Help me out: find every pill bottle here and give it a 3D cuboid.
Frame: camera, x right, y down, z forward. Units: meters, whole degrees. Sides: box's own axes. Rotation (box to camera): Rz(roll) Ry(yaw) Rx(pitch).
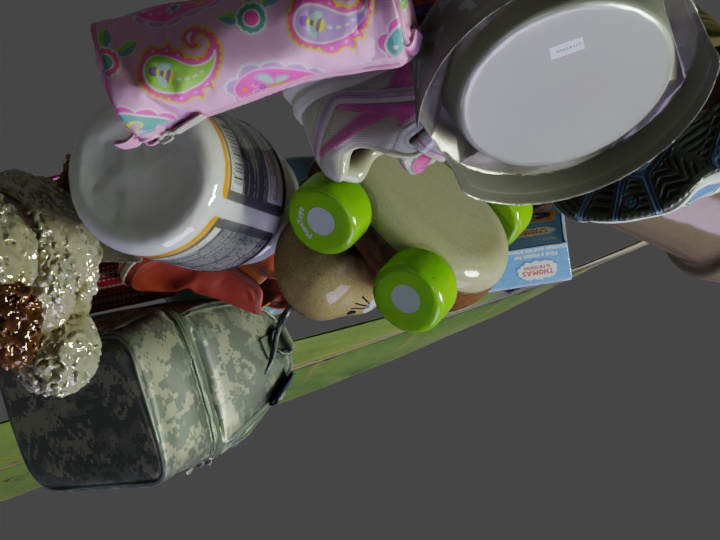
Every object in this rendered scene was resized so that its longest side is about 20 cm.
[{"bbox_3d":[-0.119,-0.059,1.701,0.116,0.117,0.200,-18,170,15],"label":"pill bottle"}]

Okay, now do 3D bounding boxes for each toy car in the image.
[{"bbox_3d":[0.000,0.000,1.724,0.200,0.158,0.164,-49,177,39],"label":"toy car"}]

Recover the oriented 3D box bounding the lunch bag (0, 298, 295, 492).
[{"bbox_3d":[-0.171,0.091,1.939,0.200,0.140,0.168,-10,-167,45],"label":"lunch bag"}]

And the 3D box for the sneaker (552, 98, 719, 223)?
[{"bbox_3d":[0.237,-0.077,1.736,0.200,0.076,0.077,-16,166,8],"label":"sneaker"}]

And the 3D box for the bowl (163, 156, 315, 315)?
[{"bbox_3d":[-0.099,-0.017,2.019,0.200,0.105,0.201,-15,169,-3],"label":"bowl"}]

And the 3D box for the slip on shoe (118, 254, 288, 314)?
[{"bbox_3d":[-0.091,0.002,1.870,0.200,0.061,0.074,0,152,-4],"label":"slip on shoe"}]

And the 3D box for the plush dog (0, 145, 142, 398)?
[{"bbox_3d":[-0.259,-0.015,1.677,0.161,0.200,0.172,-53,169,15],"label":"plush dog"}]

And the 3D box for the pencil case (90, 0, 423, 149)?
[{"bbox_3d":[-0.064,-0.138,1.443,0.200,0.088,0.087,-17,170,7],"label":"pencil case"}]

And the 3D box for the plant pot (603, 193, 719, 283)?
[{"bbox_3d":[0.253,-0.097,1.957,0.174,0.201,0.200,8,161,-22],"label":"plant pot"}]

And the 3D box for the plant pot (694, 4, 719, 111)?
[{"bbox_3d":[0.181,-0.152,1.718,0.200,0.093,0.201,-14,171,-2],"label":"plant pot"}]

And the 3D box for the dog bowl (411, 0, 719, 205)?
[{"bbox_3d":[0.123,-0.130,1.486,0.200,0.059,0.200,-13,141,-11],"label":"dog bowl"}]

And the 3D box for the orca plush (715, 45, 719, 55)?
[{"bbox_3d":[0.190,-0.192,1.553,0.105,0.071,0.200,-28,143,24],"label":"orca plush"}]

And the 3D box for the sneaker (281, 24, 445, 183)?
[{"bbox_3d":[0.048,-0.113,1.584,0.200,0.088,0.081,-19,170,27],"label":"sneaker"}]

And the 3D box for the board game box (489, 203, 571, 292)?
[{"bbox_3d":[0.093,-0.025,1.936,0.151,0.037,0.200,-9,-165,6],"label":"board game box"}]

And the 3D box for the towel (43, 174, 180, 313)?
[{"bbox_3d":[-0.209,-0.022,1.864,0.144,0.023,0.200,-11,152,-10],"label":"towel"}]

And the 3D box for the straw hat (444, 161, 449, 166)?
[{"bbox_3d":[0.063,-0.096,1.871,0.201,0.085,0.201,-14,170,-2],"label":"straw hat"}]

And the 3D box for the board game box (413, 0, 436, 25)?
[{"bbox_3d":[0.028,-0.160,1.635,0.120,0.032,0.200,-12,171,3],"label":"board game box"}]

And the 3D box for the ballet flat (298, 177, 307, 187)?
[{"bbox_3d":[0.011,-0.060,1.967,0.200,0.071,0.065,-20,168,-31],"label":"ballet flat"}]
